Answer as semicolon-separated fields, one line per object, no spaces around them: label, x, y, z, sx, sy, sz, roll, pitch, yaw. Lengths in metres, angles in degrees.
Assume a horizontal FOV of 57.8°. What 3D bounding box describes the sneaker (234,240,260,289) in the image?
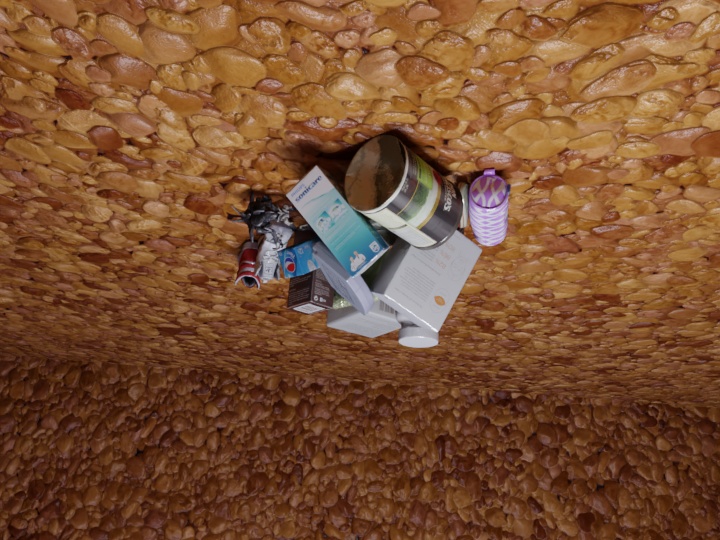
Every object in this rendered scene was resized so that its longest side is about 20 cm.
sneaker;-0.303;0.007;1.763;0.069;0.116;0.200;8;160;-9

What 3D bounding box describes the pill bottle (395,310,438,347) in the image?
pill bottle;0.138;0.067;1.516;0.112;0.206;0.116;3;160;1

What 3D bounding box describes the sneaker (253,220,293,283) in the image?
sneaker;-0.213;-0.045;1.601;0.073;0.118;0.200;10;159;-18

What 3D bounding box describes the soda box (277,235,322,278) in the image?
soda box;-0.091;-0.046;1.475;0.067;0.066;0.198;-11;-169;43

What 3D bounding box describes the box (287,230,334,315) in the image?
box;-0.114;-0.005;1.563;0.074;0.206;0.099;18;156;-39

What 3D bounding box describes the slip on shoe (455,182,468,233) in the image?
slip on shoe;0.195;-0.126;1.373;0.059;0.076;0.200;6;165;3

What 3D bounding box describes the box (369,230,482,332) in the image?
box;0.136;0.000;1.385;0.151;0.203;0.106;33;173;-17

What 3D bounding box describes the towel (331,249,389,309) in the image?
towel;0.000;0.000;1.569;0.145;0.204;0.037;-13;135;26

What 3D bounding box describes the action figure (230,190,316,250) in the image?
action figure;-0.183;-0.108;1.432;0.193;0.122;0.103;0;156;-5

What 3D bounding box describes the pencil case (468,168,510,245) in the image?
pencil case;0.262;-0.124;1.335;0.081;0.088;0.201;-4;158;9

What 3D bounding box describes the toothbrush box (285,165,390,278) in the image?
toothbrush box;-0.039;-0.093;1.254;0.085;0.201;0.146;-41;177;8

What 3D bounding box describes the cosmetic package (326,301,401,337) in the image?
cosmetic package;0.027;0.071;1.789;0.164;0.171;0.198;17;156;-30

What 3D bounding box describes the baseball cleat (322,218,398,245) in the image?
baseball cleat;0.005;-0.082;1.433;0.195;0.072;0.106;-8;-176;-27

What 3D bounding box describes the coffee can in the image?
coffee can;0.084;-0.142;1.231;0.144;0.151;0.198;-12;155;38

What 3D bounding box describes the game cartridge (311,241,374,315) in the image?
game cartridge;-0.031;0.024;1.407;0.133;0.040;0.201;43;170;25
